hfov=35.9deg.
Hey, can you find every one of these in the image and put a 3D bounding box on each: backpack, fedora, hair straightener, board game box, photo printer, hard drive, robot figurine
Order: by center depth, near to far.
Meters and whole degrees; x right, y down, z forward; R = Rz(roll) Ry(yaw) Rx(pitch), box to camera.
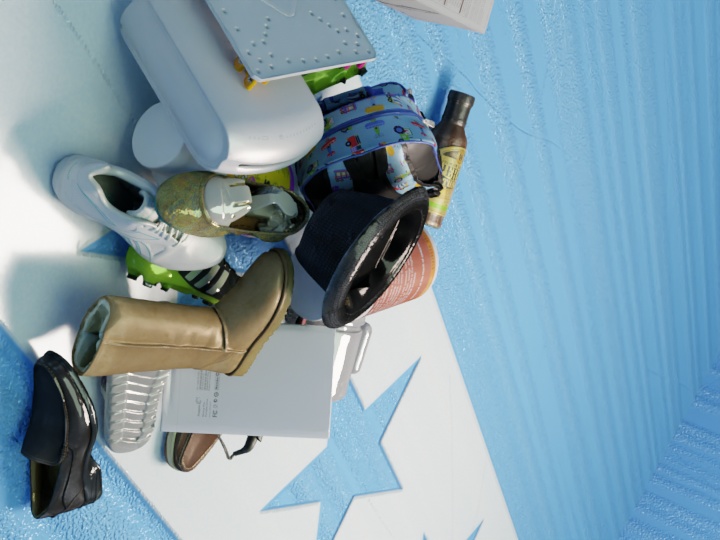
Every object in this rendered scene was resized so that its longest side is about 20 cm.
[{"bbox_3d":[-0.133,-0.191,1.134,0.069,0.201,0.166,-38,169,38],"label":"photo printer"},{"bbox_3d":[-0.097,-0.287,1.163,0.199,0.201,0.026,-22,168,-49],"label":"board game box"},{"bbox_3d":[-0.008,-0.033,1.228,0.201,0.091,0.201,-51,165,-19],"label":"fedora"},{"bbox_3d":[-0.131,0.126,1.309,0.027,0.198,0.134,168,-74,-79],"label":"hard drive"},{"bbox_3d":[0.001,-0.146,1.311,0.200,0.181,0.136,51,22,-78],"label":"backpack"},{"bbox_3d":[-0.132,0.130,1.344,0.041,0.076,0.202,165,-54,-79],"label":"hair straightener"},{"bbox_3d":[-0.058,0.096,1.467,0.168,0.113,0.202,6,102,-41],"label":"robot figurine"}]

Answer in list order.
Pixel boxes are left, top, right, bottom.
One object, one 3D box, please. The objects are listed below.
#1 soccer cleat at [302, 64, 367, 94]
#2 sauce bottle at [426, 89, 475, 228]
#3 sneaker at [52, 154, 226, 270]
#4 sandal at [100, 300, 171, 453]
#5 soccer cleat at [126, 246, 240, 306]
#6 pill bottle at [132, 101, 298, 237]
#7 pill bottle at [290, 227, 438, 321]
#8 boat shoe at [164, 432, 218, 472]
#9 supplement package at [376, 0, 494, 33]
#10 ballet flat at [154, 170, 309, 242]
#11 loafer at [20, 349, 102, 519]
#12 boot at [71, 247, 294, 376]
[{"bbox_3d":[-0.083,-0.233,1.302,0.199,0.081,0.068,-27,143,-20],"label":"soccer cleat"},{"bbox_3d":[0.119,-0.164,1.635,0.064,0.064,0.202,9,99,-57],"label":"sauce bottle"},{"bbox_3d":[-0.214,-0.052,1.127,0.199,0.080,0.071,29,77,-34],"label":"sneaker"},{"bbox_3d":[-0.258,0.116,1.249,0.082,0.050,0.204,-1,122,-40],"label":"sandal"},{"bbox_3d":[-0.181,-0.007,1.262,0.199,0.067,0.082,22,89,-55],"label":"soccer cleat"},{"bbox_3d":[-0.159,-0.112,1.215,0.200,0.104,0.105,29,83,-57],"label":"pill bottle"},{"bbox_3d":[0.000,0.000,1.380,0.199,0.111,0.113,-16,120,-50],"label":"pill bottle"},{"bbox_3d":[-0.170,0.160,1.372,0.075,0.074,0.204,37,76,-56],"label":"boat shoe"},{"bbox_3d":[0.082,-0.387,1.410,0.199,0.116,0.119,6,103,-56],"label":"supplement package"},{"bbox_3d":[-0.123,-0.067,1.139,0.199,0.070,0.071,8,101,-55],"label":"ballet flat"},{"bbox_3d":[-0.320,0.179,1.166,0.072,0.072,0.202,-29,129,-40],"label":"loafer"},{"bbox_3d":[-0.182,0.046,1.170,0.199,0.066,0.176,7,118,-40],"label":"boot"}]
